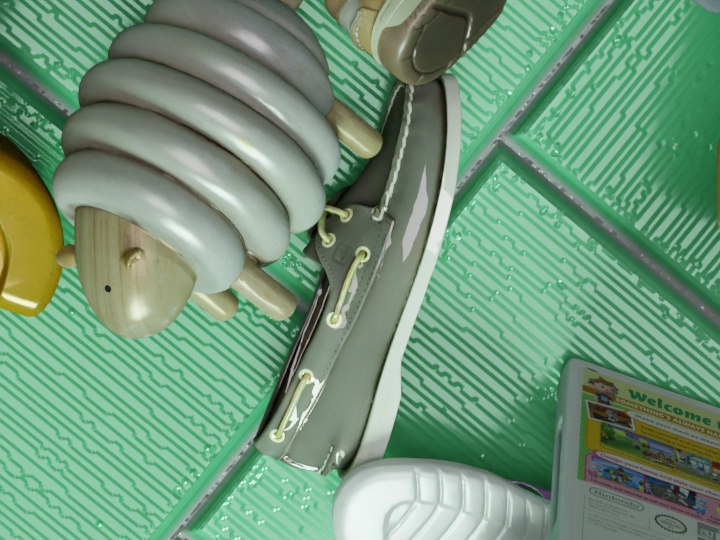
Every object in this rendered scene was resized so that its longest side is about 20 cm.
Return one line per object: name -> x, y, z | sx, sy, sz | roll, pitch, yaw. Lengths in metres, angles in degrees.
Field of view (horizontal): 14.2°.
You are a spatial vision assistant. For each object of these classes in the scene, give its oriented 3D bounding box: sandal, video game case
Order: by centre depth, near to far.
video game case -> 0.183, 0.127, 1.348 | 0.199, 0.182, 0.022 | 19, 121, -5
sandal -> 0.076, 0.133, 1.407 | 0.201, 0.050, 0.083 | 17, 113, -18

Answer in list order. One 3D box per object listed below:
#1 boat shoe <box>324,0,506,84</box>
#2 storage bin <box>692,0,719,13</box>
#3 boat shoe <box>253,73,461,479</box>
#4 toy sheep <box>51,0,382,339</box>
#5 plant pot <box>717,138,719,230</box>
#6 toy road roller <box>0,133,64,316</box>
boat shoe -> 0.063, -0.181, 1.359 | 0.200, 0.072, 0.076 | -43, 58, -12
storage bin -> 0.158, -0.218, 1.215 | 0.145, 0.135, 0.200 | 28, 120, -37
boat shoe -> 0.000, 0.001, 1.374 | 0.060, 0.072, 0.203 | 13, 100, -9
toy sheep -> -0.068, -0.059, 1.321 | 0.137, 0.138, 0.201 | 28, 70, -6
plant pot -> 0.255, -0.097, 1.325 | 0.198, 0.200, 0.141 | -5, 81, -2
toy road roller -> -0.196, -0.062, 1.336 | 0.145, 0.123, 0.201 | 19, 98, -19
